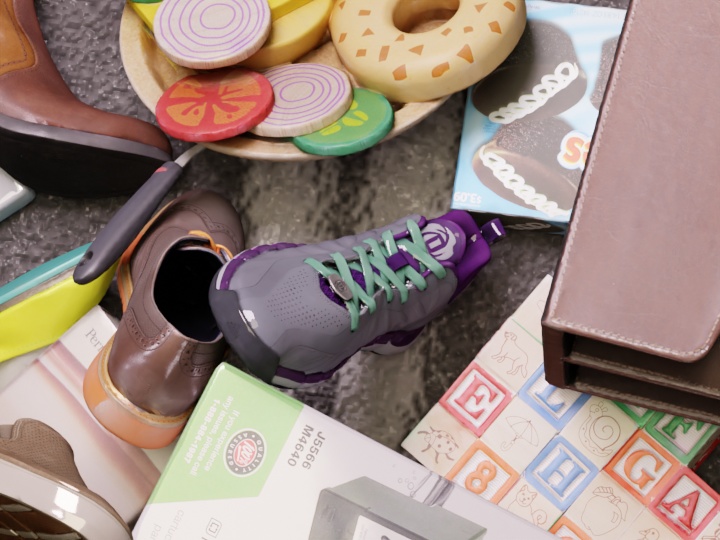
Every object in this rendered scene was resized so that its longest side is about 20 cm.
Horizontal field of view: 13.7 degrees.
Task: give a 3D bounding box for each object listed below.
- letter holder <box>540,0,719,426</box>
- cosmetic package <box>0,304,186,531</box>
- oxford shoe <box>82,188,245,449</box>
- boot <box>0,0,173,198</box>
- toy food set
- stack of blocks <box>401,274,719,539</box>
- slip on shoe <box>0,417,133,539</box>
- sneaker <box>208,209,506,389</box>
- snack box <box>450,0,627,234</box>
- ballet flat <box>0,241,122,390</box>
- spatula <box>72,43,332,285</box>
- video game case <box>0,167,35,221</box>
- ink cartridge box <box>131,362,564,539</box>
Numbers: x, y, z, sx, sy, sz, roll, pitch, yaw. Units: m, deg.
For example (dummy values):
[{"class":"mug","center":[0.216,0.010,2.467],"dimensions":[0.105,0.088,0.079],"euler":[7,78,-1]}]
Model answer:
[{"class":"letter holder","center":[0.180,-0.034,1.447],"dimensions":[0.141,0.101,0.201],"euler":[14,73,9]},{"class":"cosmetic package","center":[-0.168,0.124,1.530],"dimensions":[0.200,0.087,0.103],"euler":[-43,75,-1]},{"class":"oxford shoe","center":[-0.080,0.008,1.495],"dimensions":[0.071,0.200,0.073],"euler":[29,120,-12]},{"class":"boot","center":[-0.174,-0.146,1.604],"dimensions":[0.187,0.069,0.201],"euler":[10,65,5]},{"class":"toy food set","center":[-0.030,-0.131,1.539],"dimensions":[0.197,0.049,0.200],"euler":[-29,53,-16]},{"class":"stack of blocks","center":[0.133,0.112,1.498],"dimensions":[0.200,0.059,0.115],"euler":[41,88,14]},{"class":"slip on shoe","center":[-0.159,0.098,1.412],"dimensions":[0.061,0.200,0.076],"euler":[-49,115,-20]},{"class":"sneaker","center":[0.000,0.000,1.463],"dimensions":[0.087,0.200,0.075],"euler":[-38,81,23]},{"class":"snack box","center":[0.153,-0.072,1.542],"dimensions":[0.199,0.037,0.117],"euler":[7,79,10]},{"class":"ballet flat","center":[-0.205,0.048,1.571],"dimensions":[0.199,0.067,0.067],"euler":[-22,98,7]},{"class":"spatula","center":[-0.083,-0.057,1.536],"dimensions":[0.200,0.056,0.021],"euler":[-45,112,-32]},{"class":"video game case","center":[-0.303,-0.061,1.622],"dimensions":[0.200,0.023,0.183],"euler":[-33,76,2]},{"class":"ink cartridge box","center":[-0.011,0.155,1.415],"dimensions":[0.199,0.084,0.146],"euler":[27,80,0]}]
